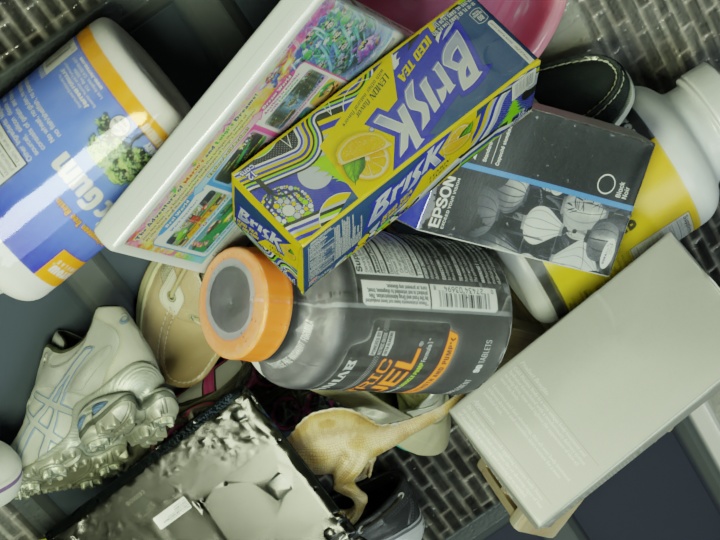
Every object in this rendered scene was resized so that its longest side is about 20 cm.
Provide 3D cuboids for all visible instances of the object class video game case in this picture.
[{"bbox_3d":[-0.057,-0.082,1.590,0.200,0.024,0.182,-49,159,10],"label":"video game case"}]

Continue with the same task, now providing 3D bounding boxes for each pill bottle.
[{"bbox_3d":[0.181,-0.059,1.828,0.200,0.112,0.112,-34,138,-1],"label":"pill bottle"},{"bbox_3d":[-0.006,0.025,1.672,0.199,0.106,0.107,4,126,-40],"label":"pill bottle"},{"bbox_3d":[-0.198,-0.053,1.596,0.200,0.112,0.112,-40,138,5],"label":"pill bottle"}]

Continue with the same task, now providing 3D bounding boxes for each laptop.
[{"bbox_3d":[-0.080,0.198,1.778,0.177,0.200,0.103,-37,-177,10],"label":"laptop"}]

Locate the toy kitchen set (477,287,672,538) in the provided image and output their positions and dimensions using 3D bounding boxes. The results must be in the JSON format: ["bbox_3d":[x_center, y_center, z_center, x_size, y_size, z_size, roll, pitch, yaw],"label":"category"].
[{"bbox_3d":[0.128,0.122,1.924,0.199,0.163,0.181,16,119,-40],"label":"toy kitchen set"}]

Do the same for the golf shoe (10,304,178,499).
[{"bbox_3d":[-0.193,0.092,1.764,0.078,0.098,0.200,-2,157,-40],"label":"golf shoe"}]

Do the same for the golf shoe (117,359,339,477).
[{"bbox_3d":[-0.090,0.093,1.838,0.200,0.092,0.073,-31,108,-29],"label":"golf shoe"}]

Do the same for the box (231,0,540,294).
[{"bbox_3d":[0.016,-0.080,1.598,0.200,0.070,0.064,-38,160,-20],"label":"box"}]

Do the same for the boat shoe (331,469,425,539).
[{"bbox_3d":[-0.045,0.206,1.970,0.199,0.070,0.067,-19,119,-12],"label":"boat shoe"}]

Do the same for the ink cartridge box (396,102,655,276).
[{"bbox_3d":[0.093,-0.064,1.707,0.199,0.039,0.100,12,103,-28],"label":"ink cartridge box"}]

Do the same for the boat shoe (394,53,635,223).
[{"bbox_3d":[0.095,-0.097,1.765,0.199,0.076,0.060,-30,151,-6],"label":"boat shoe"}]

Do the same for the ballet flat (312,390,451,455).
[{"bbox_3d":[0.020,0.077,1.820,0.069,0.070,0.200,-47,138,14],"label":"ballet flat"}]

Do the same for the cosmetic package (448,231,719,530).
[{"bbox_3d":[0.168,0.076,1.770,0.200,0.107,0.090,-37,171,-1],"label":"cosmetic package"}]

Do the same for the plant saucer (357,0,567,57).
[{"bbox_3d":[0.040,-0.179,1.676,0.200,0.051,0.201,-17,135,-17],"label":"plant saucer"}]

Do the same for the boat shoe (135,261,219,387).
[{"bbox_3d":[-0.099,0.008,1.748,0.072,0.065,0.201,-2,129,-31],"label":"boat shoe"}]

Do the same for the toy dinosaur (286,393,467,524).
[{"bbox_3d":[-0.009,0.124,1.775,0.199,0.058,0.101,-8,137,-11],"label":"toy dinosaur"}]

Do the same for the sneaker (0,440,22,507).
[{"bbox_3d":[-0.307,0.099,1.685,0.199,0.073,0.115,6,120,-25],"label":"sneaker"}]

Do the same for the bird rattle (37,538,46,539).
[{"bbox_3d":[-0.135,0.201,1.873,0.199,0.113,0.163,-32,177,-3],"label":"bird rattle"}]

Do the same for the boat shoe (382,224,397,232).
[{"bbox_3d":[0.000,0.000,1.786,0.063,0.072,0.200,-56,139,-21],"label":"boat shoe"}]
